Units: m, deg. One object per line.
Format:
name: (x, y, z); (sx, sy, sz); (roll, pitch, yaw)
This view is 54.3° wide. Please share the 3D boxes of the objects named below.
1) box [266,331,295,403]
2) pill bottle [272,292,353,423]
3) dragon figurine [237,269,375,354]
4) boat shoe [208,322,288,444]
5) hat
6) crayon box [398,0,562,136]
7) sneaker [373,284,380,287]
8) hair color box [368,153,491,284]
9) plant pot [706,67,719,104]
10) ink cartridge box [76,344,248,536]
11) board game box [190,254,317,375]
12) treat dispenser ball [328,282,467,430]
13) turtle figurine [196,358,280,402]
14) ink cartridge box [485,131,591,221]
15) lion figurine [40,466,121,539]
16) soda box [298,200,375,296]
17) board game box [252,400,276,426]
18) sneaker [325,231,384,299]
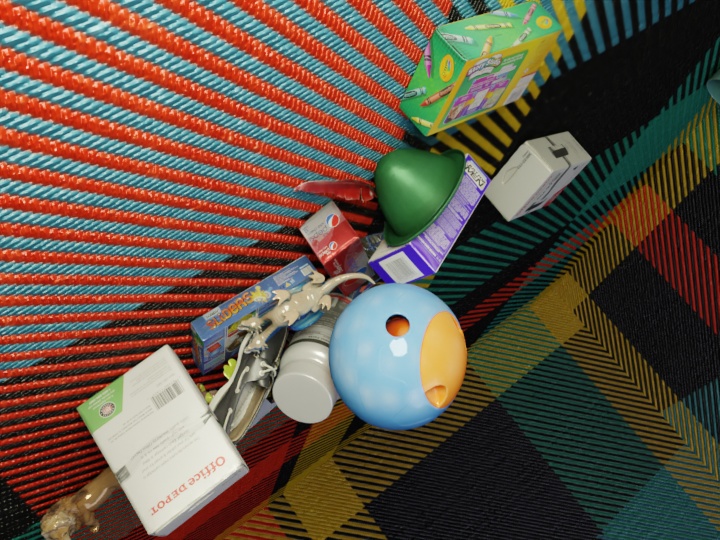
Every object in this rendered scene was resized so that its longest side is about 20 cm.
box: (-0.099, 0.167, 1.371); (0.198, 0.040, 0.139); (-18, 138, -52)
pill bottle: (-0.062, 0.136, 1.110); (0.114, 0.113, 0.201); (-51, -171, 35)
dragon figurine: (-0.082, 0.047, 0.978); (0.198, 0.060, 0.099); (-29, 174, -23)
boat shoe: (-0.156, 0.158, 1.026); (0.202, 0.060, 0.074); (-58, 139, -5)
hat: (0.029, -0.147, 0.952); (0.166, 0.175, 0.201); (-46, -160, 17)
crayon box: (0.151, -0.253, 0.872); (0.198, 0.059, 0.119); (-28, 159, -36)
sneaker: (0.018, 0.100, 1.444); (0.075, 0.077, 0.201); (-28, 158, -28)
hair color box: (0.104, -0.074, 1.047); (0.109, 0.065, 0.201); (-24, -155, 54)
plant pot: (1.131, -0.552, 2.016); (0.162, 0.200, 0.200); (-52, 162, 6)
ink cartridge box: (-0.263, 0.230, 0.950); (0.145, 0.201, 0.085); (-34, 162, -13)
board game box: (-0.159, 0.068, 1.051); (0.198, 0.035, 0.136); (-32, 162, -26)
treat dispenser ball: (0.052, 0.121, 0.992); (0.199, 0.202, 0.202); (-35, 163, -13)
turtle figurine: (-0.202, 0.182, 1.138); (0.196, 0.065, 0.162); (-18, 163, -26)
ink cartridge box: (0.361, -0.194, 1.429); (0.198, 0.084, 0.145); (-20, 155, -47)
lion figurine: (-0.446, 0.380, 1.193); (0.200, 0.072, 0.123); (-48, 158, -25)
soda box: (-0.031, -0.025, 1.033); (0.063, 0.071, 0.200); (-36, 163, -2)
board game box: (-0.212, 0.265, 1.454); (0.199, 0.026, 0.200); (-42, 163, 5)
sneaker: (0.000, 0.000, 1.189); (0.199, 0.076, 0.078); (-41, 173, 33)
